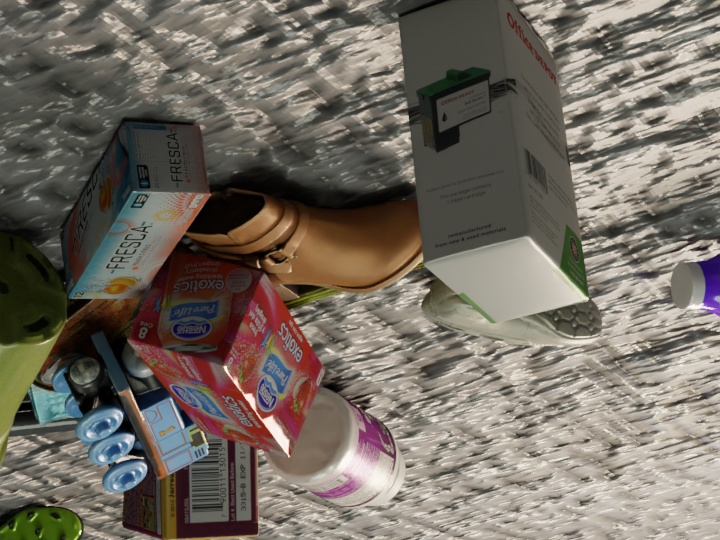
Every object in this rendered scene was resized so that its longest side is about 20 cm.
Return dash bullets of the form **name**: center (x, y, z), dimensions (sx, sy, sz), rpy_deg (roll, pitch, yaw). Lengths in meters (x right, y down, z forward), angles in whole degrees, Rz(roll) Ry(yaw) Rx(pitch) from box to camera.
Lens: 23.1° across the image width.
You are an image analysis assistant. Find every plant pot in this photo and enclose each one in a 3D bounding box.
- **plant pot**: center (-0.347, 0.063, 1.511), dimensions (0.199, 0.201, 0.190), rpy_deg (12, 136, -40)

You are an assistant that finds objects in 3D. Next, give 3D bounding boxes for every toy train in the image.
- **toy train**: center (-0.210, 0.126, 1.630), dimensions (0.114, 0.087, 0.201), rpy_deg (-27, 148, -11)

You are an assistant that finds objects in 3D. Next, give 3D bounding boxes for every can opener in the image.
- **can opener**: center (-0.383, 0.142, 1.805), dimensions (0.198, 0.054, 0.067), rpy_deg (-5, 157, -12)

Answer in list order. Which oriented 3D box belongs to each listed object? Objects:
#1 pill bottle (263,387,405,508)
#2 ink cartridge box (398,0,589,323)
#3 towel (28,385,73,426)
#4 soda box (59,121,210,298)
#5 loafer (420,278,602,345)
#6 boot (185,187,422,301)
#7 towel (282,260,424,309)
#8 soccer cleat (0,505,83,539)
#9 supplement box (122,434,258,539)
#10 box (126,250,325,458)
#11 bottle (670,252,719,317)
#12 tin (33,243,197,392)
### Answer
- **pill bottle**: center (-0.023, 0.208, 2.009), dimensions (0.111, 0.113, 0.200), rpy_deg (-17, 156, 18)
- **ink cartridge box**: center (0.098, -0.083, 1.292), dimensions (0.084, 0.202, 0.146), rpy_deg (-14, 155, 20)
- **towel**: center (-0.231, 0.081, 1.692), dimensions (0.198, 0.022, 0.147), rpy_deg (-8, 131, 0)
- **soda box**: center (-0.187, -0.045, 1.440), dimensions (0.068, 0.064, 0.200), rpy_deg (1, 154, -26)
- **loafer**: center (0.152, 0.039, 1.755), dimensions (0.199, 0.071, 0.070), rpy_deg (15, 153, -28)
- **boot**: center (-0.044, -0.035, 1.510), dimensions (0.199, 0.074, 0.155), rpy_deg (-20, 150, 18)
- **towel**: center (0.000, 0.000, 1.609), dimensions (0.199, 0.018, 0.086), rpy_deg (-17, -165, 19)
- **soccer cleat**: center (-0.424, 0.339, 2.234), dimensions (0.199, 0.068, 0.081), rpy_deg (-20, 172, 25)
- **supplement box**: center (-0.182, 0.212, 1.861), dimensions (0.102, 0.132, 0.200), rpy_deg (0, 178, -21)
- **box**: center (-0.115, 0.076, 1.563), dimensions (0.099, 0.096, 0.200), rpy_deg (14, 156, 23)
- **bottle**: center (0.408, 0.014, 1.763), dimensions (0.198, 0.084, 0.065), rpy_deg (-1, 156, -19)
- **tin**: center (-0.224, 0.042, 1.605), dimensions (0.199, 0.042, 0.112), rpy_deg (-36, 140, 21)
